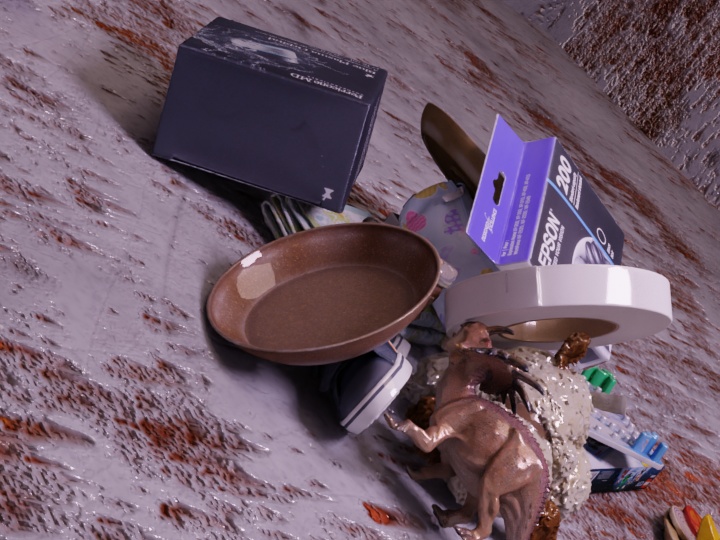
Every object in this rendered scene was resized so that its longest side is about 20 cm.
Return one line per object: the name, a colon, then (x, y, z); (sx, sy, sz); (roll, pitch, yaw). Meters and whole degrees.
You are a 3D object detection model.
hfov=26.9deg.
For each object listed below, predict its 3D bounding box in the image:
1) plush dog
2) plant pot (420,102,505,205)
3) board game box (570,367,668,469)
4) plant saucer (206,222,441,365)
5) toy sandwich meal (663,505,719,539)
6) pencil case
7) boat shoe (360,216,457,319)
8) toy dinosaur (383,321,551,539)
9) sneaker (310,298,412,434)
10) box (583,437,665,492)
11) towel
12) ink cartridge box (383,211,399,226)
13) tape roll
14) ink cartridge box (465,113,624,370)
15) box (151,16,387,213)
plush dog: (0.132, 0.146, 1.311); (0.200, 0.161, 0.172); (40, 41, -1)
plant pot: (0.124, -0.092, 1.608); (0.201, 0.027, 0.200); (52, -3, 4)
board game box: (0.205, 0.113, 1.548); (0.199, 0.026, 0.200); (26, 14, -17)
plant saucer: (-0.028, 0.024, 1.255); (0.201, 0.198, 0.037); (-104, -179, -62)
toy sandwich meal: (0.401, 0.305, 1.548); (0.204, 0.070, 0.205); (35, 18, -14)
pencil case: (0.103, -0.008, 1.528); (0.083, 0.091, 0.201); (30, 23, -31)
boat shoe: (0.026, 0.001, 1.386); (0.075, 0.072, 0.200); (33, 1, -13)
toy dinosaur: (0.106, 0.137, 1.200); (0.201, 0.135, 0.086); (57, -9, 12)
sneaker: (-0.006, 0.077, 1.274); (0.079, 0.078, 0.200); (42, 7, -5)
box: (0.225, 0.169, 1.572); (0.137, 0.038, 0.199); (48, 19, 28)
towel: (0.000, 0.000, 1.520); (0.199, 0.048, 0.172); (15, 33, -53)
ink cartridge box: (0.098, 0.017, 1.693); (0.094, 0.037, 0.201); (22, 27, -43)
tape roll: (0.172, 0.035, 1.319); (0.202, 0.201, 0.037); (16, 69, -52)
ink cartridge box: (0.190, -0.037, 1.500); (0.200, 0.043, 0.199); (47, 37, -25)
box: (-0.085, -0.161, 1.520); (0.195, 0.118, 0.200); (17, 19, 1)
